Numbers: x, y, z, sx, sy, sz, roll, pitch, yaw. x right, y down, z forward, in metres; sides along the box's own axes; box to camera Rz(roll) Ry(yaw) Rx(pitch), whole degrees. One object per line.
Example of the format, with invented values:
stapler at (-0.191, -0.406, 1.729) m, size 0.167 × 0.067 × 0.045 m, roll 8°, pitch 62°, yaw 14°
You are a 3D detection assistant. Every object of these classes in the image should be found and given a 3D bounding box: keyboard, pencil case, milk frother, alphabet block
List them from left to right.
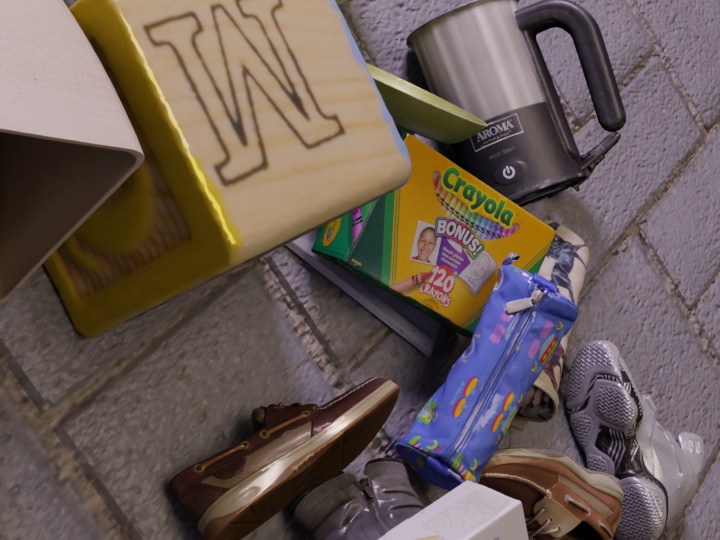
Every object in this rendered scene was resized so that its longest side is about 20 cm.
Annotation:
alphabet block at (-0.118, -0.094, 0.922) m, size 0.200 × 0.195 × 0.197 m, roll -29°, pitch 92°, yaw -48°
keyboard at (0.000, 0.000, 1.130) m, size 0.200 × 0.011 × 0.056 m, roll 39°, pitch 45°, yaw -27°
pencil case at (0.108, 0.089, 1.085) m, size 0.078 × 0.087 × 0.201 m, roll 30°, pitch 80°, yaw 10°
milk frother at (0.159, -0.162, 1.281) m, size 0.200 × 0.180 × 0.189 m, roll 61°, pitch 10°, yaw -86°
pencil case at (0.163, 0.046, 1.220) m, size 0.077 × 0.090 × 0.201 m, roll 21°, pitch 54°, yaw -3°

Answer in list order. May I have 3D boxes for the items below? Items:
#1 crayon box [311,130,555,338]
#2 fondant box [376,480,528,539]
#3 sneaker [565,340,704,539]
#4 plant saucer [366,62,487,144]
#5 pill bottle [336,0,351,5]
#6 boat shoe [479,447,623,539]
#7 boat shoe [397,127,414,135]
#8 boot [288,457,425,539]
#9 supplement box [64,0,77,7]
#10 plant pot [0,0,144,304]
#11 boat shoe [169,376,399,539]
crayon box at (0.067, -0.026, 1.119) m, size 0.200 × 0.058 × 0.119 m, roll 29°, pitch 84°, yaw -36°
fondant box at (0.060, 0.270, 0.902) m, size 0.144 × 0.058 × 0.201 m, roll -26°, pitch 114°, yaw -33°
sneaker at (0.272, 0.160, 1.282) m, size 0.115 × 0.075 × 0.201 m, roll -14°, pitch 88°, yaw -47°
plant saucer at (0.013, -0.153, 1.109) m, size 0.199 × 0.200 × 0.031 m, roll 17°, pitch 104°, yaw -39°
pill bottle at (-0.051, -0.278, 1.120) m, size 0.200 × 0.112 × 0.113 m, roll -30°, pitch 94°, yaw -46°
boat shoe at (0.167, 0.206, 1.159) m, size 0.199 × 0.076 × 0.072 m, roll 22°, pitch 61°, yaw -35°
boat shoe at (-0.033, -0.108, 1.093) m, size 0.199 × 0.073 × 0.067 m, roll 10°, pitch 86°, yaw -36°
boot at (-0.017, 0.219, 0.961) m, size 0.199 × 0.070 × 0.132 m, roll -13°, pitch 45°, yaw -39°
supplement box at (-0.146, -0.259, 0.956) m, size 0.103 × 0.200 × 0.131 m, roll 57°, pitch 44°, yaw -10°
plant pot at (-0.279, -0.106, 0.782) m, size 0.199 × 0.200 × 0.178 m, roll 6°, pitch 58°, yaw -43°
boat shoe at (-0.055, 0.126, 0.973) m, size 0.200 × 0.072 × 0.072 m, roll -33°, pitch 65°, yaw -32°
